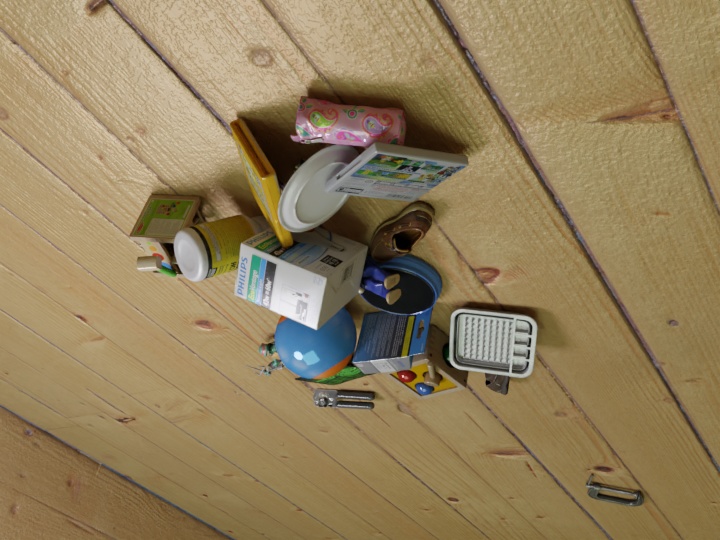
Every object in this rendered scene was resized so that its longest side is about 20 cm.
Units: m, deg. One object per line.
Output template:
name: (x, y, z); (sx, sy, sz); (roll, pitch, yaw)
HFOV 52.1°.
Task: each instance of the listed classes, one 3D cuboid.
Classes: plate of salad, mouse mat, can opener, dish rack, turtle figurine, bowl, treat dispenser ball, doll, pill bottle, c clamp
plate of salad: (-0.081, -0.159, 1.391); (0.048, 0.200, 0.201); (45, 154, 26)
mouse mat: (-0.068, 0.295, 2.073); (0.160, 0.008, 0.199); (16, 150, -42)
can opener: (-0.048, 0.387, 2.217); (0.199, 0.054, 0.067); (0, 174, 20)
dish rack: (0.311, 0.162, 1.734); (0.199, 0.044, 0.173); (6, 120, 13)
turtle figurine: (-0.208, 0.239, 2.019); (0.199, 0.101, 0.150); (8, 166, -19)
bowl: (0.086, 0.035, 1.687); (0.199, 0.040, 0.201); (10, 144, 7)
treat dispenser ball: (-0.109, 0.163, 1.791); (0.199, 0.202, 0.201); (10, 144, 7)
doll: (0.000, 0.000, 1.613); (0.199, 0.048, 0.137); (24, 135, 38)
pill bottle: (-0.282, -0.054, 1.561); (0.112, 0.199, 0.113); (23, 121, 43)
c clamp: (0.808, 0.710, 2.344); (0.199, 0.027, 0.171); (12, 144, 5)

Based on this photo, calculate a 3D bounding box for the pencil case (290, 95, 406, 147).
pencil case: (-0.019, -0.253, 1.296); (0.199, 0.088, 0.088); (8, 144, 8)

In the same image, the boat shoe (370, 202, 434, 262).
boat shoe: (0.077, -0.065, 1.528); (0.072, 0.068, 0.200); (28, 143, -18)

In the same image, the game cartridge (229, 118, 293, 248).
game cartridge: (-0.190, -0.165, 1.420); (0.032, 0.177, 0.201); (-24, 144, -13)

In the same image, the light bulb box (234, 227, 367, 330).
light bulb box: (-0.121, -0.001, 1.519); (0.199, 0.198, 0.125); (21, 118, 17)

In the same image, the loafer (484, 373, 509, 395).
loafer: (0.342, 0.255, 1.859); (0.071, 0.073, 0.201); (6, 143, 13)

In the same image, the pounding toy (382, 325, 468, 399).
pounding toy: (0.169, 0.239, 1.842); (0.184, 0.143, 0.199); (38, 139, -29)

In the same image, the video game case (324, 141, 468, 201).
video game case: (0.063, -0.174, 1.334); (0.199, 0.022, 0.182); (3, 162, -31)

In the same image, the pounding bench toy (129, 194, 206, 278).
pounding bench toy: (-0.418, -0.040, 1.631); (0.123, 0.201, 0.156); (3, 142, 16)

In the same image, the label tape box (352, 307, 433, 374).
label tape box: (0.091, 0.166, 1.770); (0.199, 0.145, 0.063); (-11, 137, 32)
